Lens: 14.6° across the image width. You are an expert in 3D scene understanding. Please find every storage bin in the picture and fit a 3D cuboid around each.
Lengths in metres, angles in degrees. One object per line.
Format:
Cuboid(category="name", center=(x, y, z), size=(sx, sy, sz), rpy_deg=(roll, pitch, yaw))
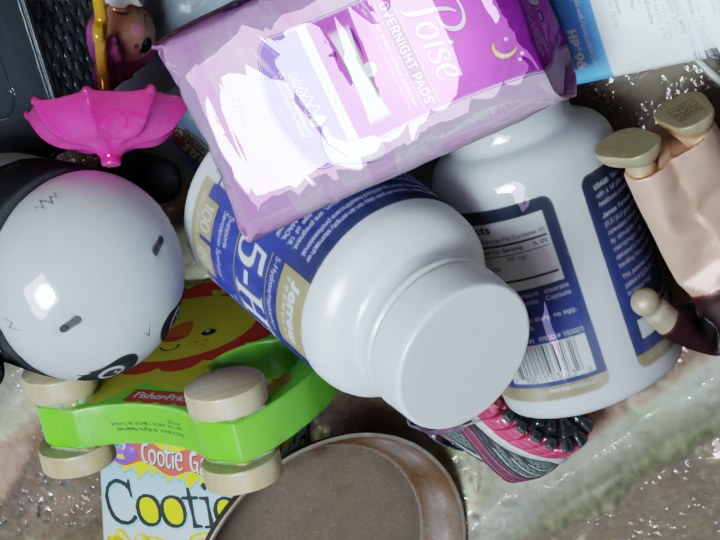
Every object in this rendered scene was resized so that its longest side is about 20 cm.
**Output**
Cuboid(category="storage bin", center=(-0.240, -0.168, 1.729), size=(0.134, 0.094, 0.201), rpy_deg=(-7, 109, 28))

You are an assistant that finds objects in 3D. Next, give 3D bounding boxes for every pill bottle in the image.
Cuboid(category="pill bottle", center=(0.000, 0.000, 1.575), size=(0.200, 0.119, 0.120), rpy_deg=(39, 131, 43))
Cuboid(category="pill bottle", center=(0.105, -0.027, 1.618), size=(0.110, 0.111, 0.201), rpy_deg=(-10, 108, 29))

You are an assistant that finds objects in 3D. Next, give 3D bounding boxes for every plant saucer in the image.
Cuboid(category="plant saucer", center=(-0.026, 0.186, 1.757), size=(0.034, 0.199, 0.202), rpy_deg=(37, 133, 51))

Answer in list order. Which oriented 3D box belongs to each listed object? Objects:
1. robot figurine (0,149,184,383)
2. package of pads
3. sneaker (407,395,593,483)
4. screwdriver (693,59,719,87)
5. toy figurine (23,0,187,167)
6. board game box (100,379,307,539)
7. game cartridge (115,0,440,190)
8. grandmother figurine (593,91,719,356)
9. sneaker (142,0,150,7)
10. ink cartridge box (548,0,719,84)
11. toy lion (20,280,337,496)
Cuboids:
Cuboid(category="robot figurine", center=(-0.182, -0.002, 1.638), size=(0.200, 0.124, 0.151), rpy_deg=(12, 95, 58))
Cuboid(category="package of pads", center=(0.003, -0.108, 1.486), size=(0.199, 0.076, 0.121), rpy_deg=(-23, 100, 15))
Cuboid(category="sneaker", center=(0.041, 0.061, 1.699), size=(0.200, 0.081, 0.075), rpy_deg=(38, 140, -5))
Cuboid(category="screwdriver", center=(0.243, -0.068, 1.579), size=(0.200, 0.028, 0.029), rpy_deg=(46, 153, -4))
Cuboid(category="toy figurine", center=(-0.143, -0.157, 1.586), size=(0.149, 0.200, 0.185), rpy_deg=(3, 120, 1))
Cuboid(category="board game box", center=(-0.099, 0.163, 1.809), size=(0.104, 0.103, 0.201), rpy_deg=(10, 117, 21))
Cuboid(category="game cartridge", center=(-0.054, -0.091, 1.682), size=(0.200, 0.042, 0.133), rpy_deg=(41, 121, -15))
Cuboid(category="grandmother figurine", center=(0.208, -0.001, 1.599), size=(0.121, 0.061, 0.201), rpy_deg=(-25, 115, -1))
Cuboid(category="sneaker", center=(-0.152, -0.201, 1.677), size=(0.070, 0.082, 0.201), rpy_deg=(-18, 106, 32))
Cuboid(category="ink cartridge box", center=(0.200, -0.162, 1.506), size=(0.199, 0.116, 0.068), rpy_deg=(-10, 109, 29))
Cuboid(category="toy lion", center=(-0.096, 0.058, 1.702), size=(0.199, 0.192, 0.069), rpy_deg=(3, 116, 35))
